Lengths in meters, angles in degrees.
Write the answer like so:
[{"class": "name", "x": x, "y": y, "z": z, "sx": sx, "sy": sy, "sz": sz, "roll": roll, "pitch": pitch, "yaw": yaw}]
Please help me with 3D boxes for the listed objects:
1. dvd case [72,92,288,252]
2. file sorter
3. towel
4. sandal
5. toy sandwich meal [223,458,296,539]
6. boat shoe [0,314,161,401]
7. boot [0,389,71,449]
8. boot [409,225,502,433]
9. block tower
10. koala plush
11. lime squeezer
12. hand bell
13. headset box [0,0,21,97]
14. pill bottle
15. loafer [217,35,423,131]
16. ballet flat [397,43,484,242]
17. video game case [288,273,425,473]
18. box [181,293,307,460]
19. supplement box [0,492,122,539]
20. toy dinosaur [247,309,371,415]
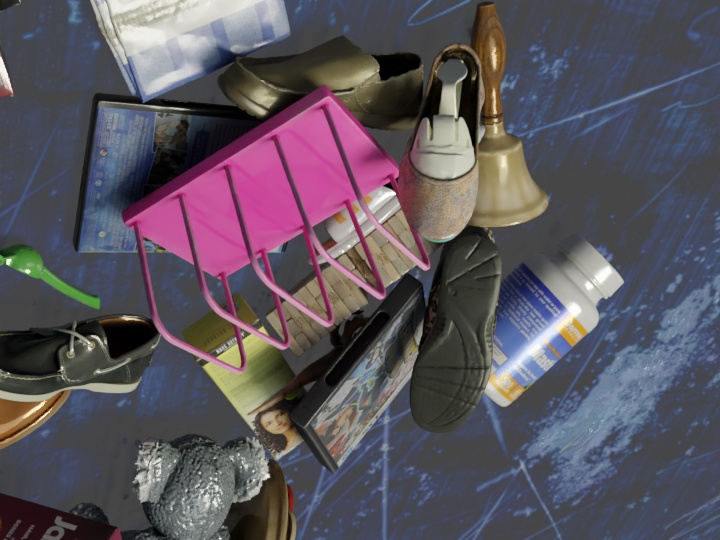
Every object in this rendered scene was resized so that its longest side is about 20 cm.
[{"class": "dvd case", "x": -0.140, "y": -0.078, "z": 0.760, "sx": 0.199, "sy": 0.018, "sz": 0.143, "roll": 0, "pitch": 124, "yaw": -30}, {"class": "file sorter", "x": -0.063, "y": -0.021, "z": 0.710, "sx": 0.200, "sy": 0.126, "sz": 0.139, "roll": -29, "pitch": 149, "yaw": 15}, {"class": "towel", "x": -0.136, "y": -0.233, "z": 0.635, "sx": 0.147, "sy": 0.024, "sz": 0.200, "roll": -27, "pitch": 137, "yaw": -13}, {"class": "sandal", "x": 0.022, "y": -0.085, "z": 0.818, "sx": 0.206, "sy": 0.079, "sz": 0.059, "roll": -38, "pitch": 96, "yaw": 14}, {"class": "toy sandwich meal", "x": -0.107, "y": 0.312, "z": 0.978, "sx": 0.070, "sy": 0.205, "sz": 0.206, "roll": 18, "pitch": 115, "yaw": -22}, {"class": "boat shoe", "x": -0.252, "y": 0.066, "z": 0.747, "sx": 0.068, "sy": 0.072, "sz": 0.200, "roll": -48, "pitch": 157, "yaw": 18}, {"class": "boot", "x": -0.356, "y": 0.079, "z": 0.728, "sx": 0.199, "sy": 0.077, "sz": 0.156, "roll": -13, "pitch": 127, "yaw": -13}, {"class": "boot", "x": 0.102, "y": 0.049, "z": 0.895, "sx": 0.073, "sy": 0.154, "sz": 0.204, "roll": 12, "pitch": 105, "yaw": 4}, {"class": "block tower", "x": 0.000, "y": 0.000, "z": 0.865, "sx": 0.200, "sy": 0.058, "sz": 0.054, "roll": -38, "pitch": 98, "yaw": 3}, {"class": "koala plush", "x": -0.188, "y": 0.260, "z": 0.912, "sx": 0.177, "sy": 0.184, "sz": 0.201, "roll": 14, "pitch": 105, "yaw": -39}, {"class": "lime squeezer", "x": -0.302, "y": 0.015, "z": 0.710, "sx": 0.200, "sy": 0.038, "sz": 0.071, "roll": -15, "pitch": 137, "yaw": -49}, {"class": "hand bell", "x": 0.124, "y": -0.154, "z": 0.833, "sx": 0.104, "sy": 0.104, "sz": 0.201, "roll": -18, "pitch": 119, "yaw": -18}, {"class": "headset box", "x": -0.318, "y": -0.170, "z": 0.536, "sx": 0.199, "sy": 0.077, "sz": 0.149, "roll": -17, "pitch": 132, "yaw": -18}, {"class": "pill bottle", "x": 0.202, "y": 0.053, "z": 1.010, "sx": 0.200, "sy": 0.112, "sz": 0.112, "roll": -43, "pitch": 135, "yaw": 8}, {"class": "loafer", "x": -0.027, "y": -0.161, "z": 0.729, "sx": 0.199, "sy": 0.076, "sz": 0.068, "roll": -6, "pitch": 128, "yaw": -40}, {"class": "ballet flat", "x": 0.069, "y": -0.116, "z": 0.722, "sx": 0.068, "sy": 0.201, "sz": 0.067, "roll": 5, "pitch": 142, "yaw": 5}, {"class": "video game case", "x": 0.008, "y": 0.114, "z": 0.910, "sx": 0.181, "sy": 0.025, "sz": 0.200, "roll": -49, "pitch": 160, "yaw": -15}, {"class": "box", "x": -0.106, "y": 0.116, "z": 0.915, "sx": 0.075, "sy": 0.050, "sz": 0.200, "roll": -35, "pitch": 135, "yaw": -7}, {"class": "supplement box", "x": -0.329, "y": 0.274, "z": 0.792, "sx": 0.199, "sy": 0.110, "sz": 0.086, "roll": 12, "pitch": 128, "yaw": 10}, {"class": "toy dinosaur", "x": -0.022, "y": 0.095, "z": 0.908, "sx": 0.200, "sy": 0.060, "sz": 0.107, "roll": -2, "pitch": 106, "yaw": -55}]
